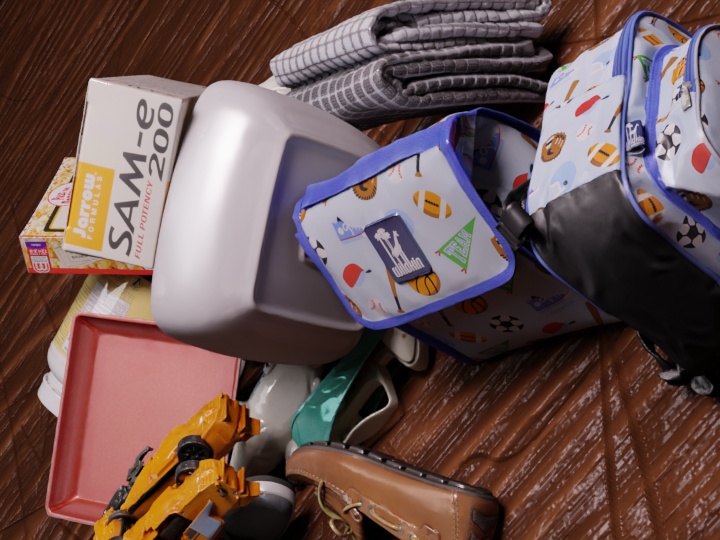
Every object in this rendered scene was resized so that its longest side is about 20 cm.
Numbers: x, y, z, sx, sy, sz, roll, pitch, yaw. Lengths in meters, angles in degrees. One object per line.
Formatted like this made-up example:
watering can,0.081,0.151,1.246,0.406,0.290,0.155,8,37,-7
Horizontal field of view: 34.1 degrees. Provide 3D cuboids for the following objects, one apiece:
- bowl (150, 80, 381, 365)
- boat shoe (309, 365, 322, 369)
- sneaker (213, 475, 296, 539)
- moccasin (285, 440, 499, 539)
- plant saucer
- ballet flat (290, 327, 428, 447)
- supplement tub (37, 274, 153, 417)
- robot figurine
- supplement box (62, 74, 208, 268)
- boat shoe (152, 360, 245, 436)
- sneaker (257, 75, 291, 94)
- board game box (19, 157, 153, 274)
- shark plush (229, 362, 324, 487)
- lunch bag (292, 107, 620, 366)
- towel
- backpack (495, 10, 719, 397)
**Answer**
bowl,-0.051,-0.029,0.882,0.074,0.198,0.203,8,84,43
boat shoe,0.000,0.000,1.028,0.200,0.074,0.076,-47,18,-6
sneaker,-0.119,0.270,0.985,0.201,0.083,0.122,-50,28,32
moccasin,0.015,0.177,0.873,0.199,0.073,0.079,13,83,40
plant saucer,-0.203,0.151,1.135,0.196,0.037,0.204,6,85,24
ballet flat,0.018,0.077,0.965,0.070,0.067,0.202,38,100,33
supplement tub,-0.245,0.071,1.258,0.202,0.144,0.145,-61,32,3
robot figurine,-0.161,0.202,0.982,0.200,0.058,0.146,-45,28,27
supplement box,-0.165,-0.085,0.928,0.200,0.072,0.128,-77,-2,-79
boat shoe,-0.183,0.154,1.186,0.072,0.060,0.204,12,77,57
sneaker,-0.054,-0.177,1.180,0.198,0.071,0.093,-32,22,-5
board game box,-0.226,-0.059,1.194,0.152,0.196,0.047,-79,-12,-53
shark plush,-0.073,0.102,1.067,0.083,0.089,0.203,123,163,-81
lunch bag,0.073,-0.022,0.818,0.169,0.199,0.126,-22,49,45
towel,0.046,-0.165,0.982,0.165,0.197,0.087,-10,90,57
backpack,0.188,-0.061,0.704,0.153,0.199,0.192,-31,36,32
